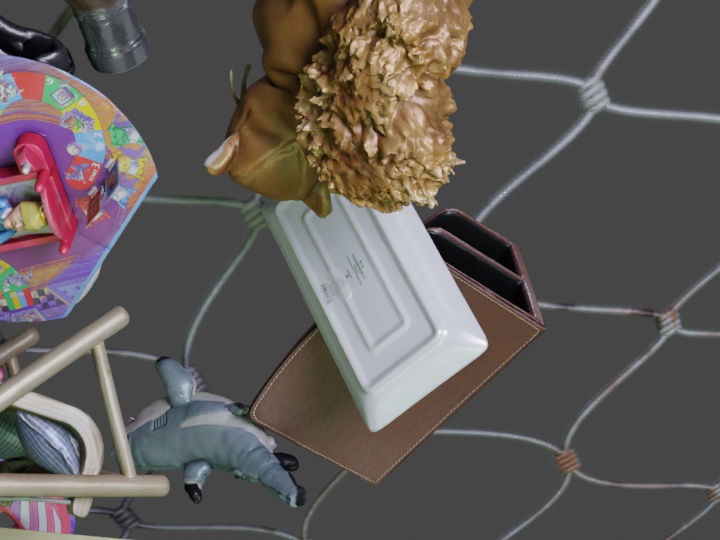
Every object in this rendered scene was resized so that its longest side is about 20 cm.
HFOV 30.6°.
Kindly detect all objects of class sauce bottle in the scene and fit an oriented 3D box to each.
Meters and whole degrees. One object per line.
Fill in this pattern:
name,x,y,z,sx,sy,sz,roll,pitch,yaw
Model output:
sauce bottle,-0.174,-0.210,0.786,0.064,0.065,0.201,-12,131,0

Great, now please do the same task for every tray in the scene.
tray,0.000,0.000,0.909,0.107,0.200,0.022,-40,151,22

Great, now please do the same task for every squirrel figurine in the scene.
squirrel figurine,-0.018,-0.115,0.802,0.141,0.200,0.187,22,110,-33

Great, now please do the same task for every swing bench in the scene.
swing bench,-0.270,0.116,0.895,0.199,0.199,0.130,-15,93,-33

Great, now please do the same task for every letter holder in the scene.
letter holder,0.016,0.046,1.008,0.142,0.101,0.200,30,119,-27

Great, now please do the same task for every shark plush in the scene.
shark plush,-0.111,0.151,1.029,0.083,0.199,0.091,-50,144,-23

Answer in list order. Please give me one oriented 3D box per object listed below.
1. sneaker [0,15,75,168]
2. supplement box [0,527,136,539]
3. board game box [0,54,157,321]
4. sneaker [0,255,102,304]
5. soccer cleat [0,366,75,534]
sneaker,-0.215,-0.104,0.865,0.091,0.076,0.200,-32,129,9
supplement box,-0.268,0.314,1.113,0.199,0.135,0.200,9,151,-17
board game box,-0.231,-0.039,0.836,0.158,0.039,0.200,28,118,-20
sneaker,-0.278,-0.018,0.918,0.199,0.080,0.071,3,130,-10
soccer cleat,-0.276,0.156,1.074,0.076,0.067,0.200,-31,130,-2
